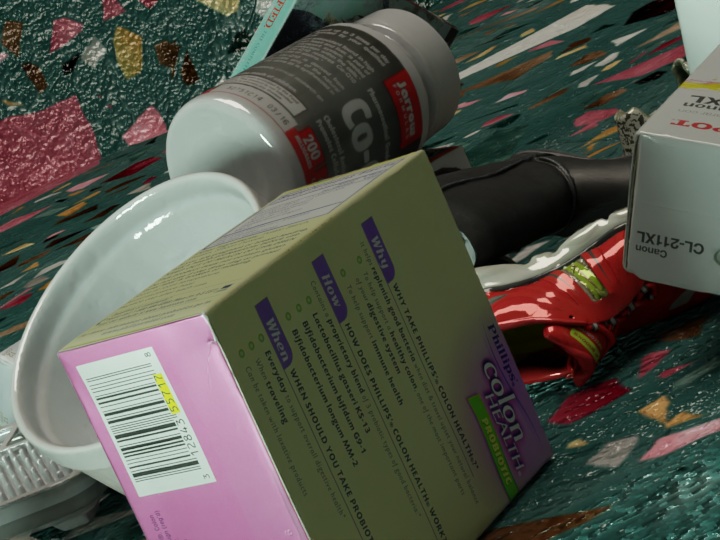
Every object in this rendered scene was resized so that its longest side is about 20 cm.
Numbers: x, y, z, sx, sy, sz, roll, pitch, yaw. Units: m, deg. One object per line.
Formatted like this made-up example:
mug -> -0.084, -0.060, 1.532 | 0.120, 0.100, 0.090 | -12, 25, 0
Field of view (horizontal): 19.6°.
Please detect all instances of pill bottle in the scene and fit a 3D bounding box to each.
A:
pill bottle -> -0.026, -0.099, 1.403 | 0.114, 0.114, 0.200 | -13, 16, 45

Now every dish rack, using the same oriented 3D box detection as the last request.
dish rack -> -0.222, 0.142, 1.407 | 0.172, 0.044, 0.200 | -21, 12, 14

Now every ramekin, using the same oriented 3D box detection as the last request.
ramekin -> -0.103, 0.050, 1.255 | 0.200, 0.105, 0.200 | -27, 41, 26

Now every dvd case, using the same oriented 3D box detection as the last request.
dvd case -> -0.016, -0.143, 1.514 | 0.146, 0.022, 0.200 | -60, -31, 7

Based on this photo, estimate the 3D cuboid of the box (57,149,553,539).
box -> -0.019, 0.065, 1.000 | 0.097, 0.176, 0.200 | -15, 15, 38

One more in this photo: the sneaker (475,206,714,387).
sneaker -> 0.130, 0.028, 1.178 | 0.200, 0.077, 0.085 | -22, 34, 4

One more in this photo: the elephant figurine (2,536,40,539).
elephant figurine -> -0.300, 0.199, 1.173 | 0.200, 0.155, 0.142 | -23, -38, -55

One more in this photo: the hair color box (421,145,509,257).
hair color box -> 0.000, 0.000, 1.441 | 0.200, 0.102, 0.061 | -31, 14, -27

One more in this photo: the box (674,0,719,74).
box -> 0.305, -0.157, 1.354 | 0.106, 0.152, 0.200 | 1, 26, 39

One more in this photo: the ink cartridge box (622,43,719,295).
ink cartridge box -> 0.242, -0.058, 1.121 | 0.146, 0.083, 0.200 | 12, 27, 21

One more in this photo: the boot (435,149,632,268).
boot -> 0.110, -0.034, 1.276 | 0.165, 0.066, 0.200 | 4, 9, 35

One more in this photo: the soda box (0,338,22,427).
soda box -> -0.187, 0.059, 1.595 | 0.064, 0.068, 0.200 | 24, 39, 28

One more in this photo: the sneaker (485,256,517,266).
sneaker -> 0.010, 0.044, 1.281 | 0.200, 0.075, 0.106 | -22, 8, 5

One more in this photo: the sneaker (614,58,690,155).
sneaker -> 0.255, -0.114, 1.458 | 0.200, 0.089, 0.077 | -30, 13, -29
